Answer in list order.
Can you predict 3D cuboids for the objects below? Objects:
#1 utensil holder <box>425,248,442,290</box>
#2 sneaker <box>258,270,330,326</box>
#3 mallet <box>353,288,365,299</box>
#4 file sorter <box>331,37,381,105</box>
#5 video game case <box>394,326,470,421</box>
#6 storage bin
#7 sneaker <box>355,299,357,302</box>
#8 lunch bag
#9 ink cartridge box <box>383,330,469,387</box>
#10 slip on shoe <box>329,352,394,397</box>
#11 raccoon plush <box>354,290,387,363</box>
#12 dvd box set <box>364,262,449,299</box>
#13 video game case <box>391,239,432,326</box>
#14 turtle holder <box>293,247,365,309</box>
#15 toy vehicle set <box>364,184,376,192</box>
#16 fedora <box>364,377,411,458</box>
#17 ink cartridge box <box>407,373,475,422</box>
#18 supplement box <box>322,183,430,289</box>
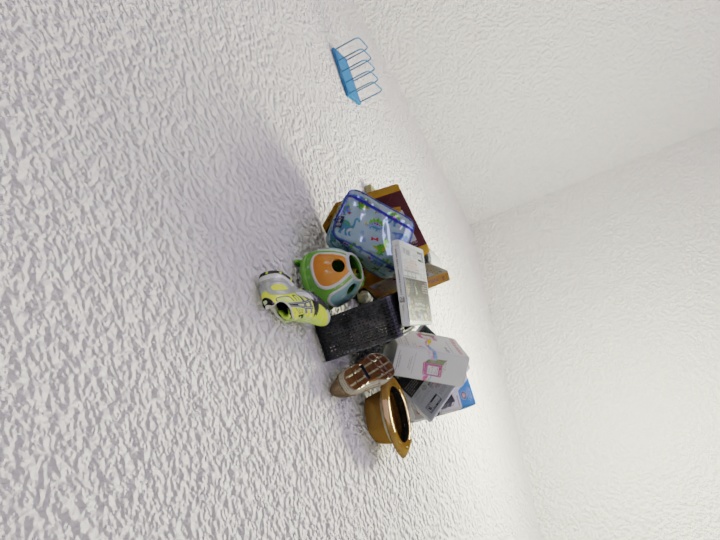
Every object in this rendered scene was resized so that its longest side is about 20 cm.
[{"bbox_3d":[0.187,-0.013,1.945,0.200,0.167,0.173,20,52,-68],"label":"utensil holder"},{"bbox_3d":[-0.136,0.077,1.142,0.199,0.074,0.078,35,45,-42],"label":"sneaker"},{"bbox_3d":[-0.047,-0.016,1.516,0.203,0.041,0.066,66,21,1],"label":"mallet"},{"bbox_3d":[-0.010,-0.788,2.225,0.138,0.121,0.204,-2,74,-69],"label":"file sorter"},{"bbox_3d":[0.181,0.277,1.548,0.181,0.023,0.200,42,63,5],"label":"video game case"},{"bbox_3d":[0.010,0.124,1.276,0.135,0.197,0.096,-11,82,-70],"label":"storage bin"},{"bbox_3d":[0.000,0.000,1.586,0.081,0.072,0.204,-1,79,-76],"label":"sneaker"},{"bbox_3d":[0.025,-0.092,1.354,0.198,0.082,0.163,29,60,-8],"label":"lunch bag"},{"bbox_3d":[0.166,0.221,1.458,0.145,0.196,0.086,-117,-139,-74],"label":"ink cartridge box"},{"bbox_3d":[0.005,0.245,1.288,0.077,0.060,0.199,57,32,12],"label":"slip on shoe"},{"bbox_3d":[0.007,0.169,1.379,0.135,0.095,0.202,-79,150,-50],"label":"raccoon plush"},{"bbox_3d":[0.118,0.036,1.472,0.146,0.197,0.030,-150,-139,-73],"label":"dvd box set"},{"bbox_3d":[0.120,0.033,1.287,0.199,0.023,0.186,12,69,-68],"label":"video game case"},{"bbox_3d":[-0.057,0.025,1.297,0.186,0.130,0.143,51,26,-41],"label":"turtle holder"},{"bbox_3d":[0.066,-0.191,1.993,0.124,0.026,0.204,37,38,-57],"label":"toy vehicle set"},{"bbox_3d":[0.062,0.357,1.372,0.200,0.080,0.205,-15,90,-73],"label":"fedora"},{"bbox_3d":[0.207,0.338,1.599,0.084,0.196,0.147,125,-48,-64],"label":"ink cartridge box"},{"bbox_3d":[0.038,-0.087,1.476,0.203,0.194,0.133,64,-26,11],"label":"supplement box"}]
